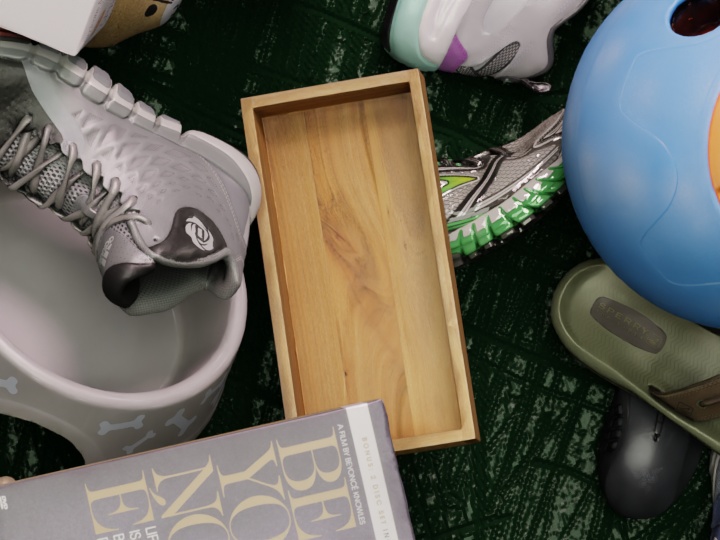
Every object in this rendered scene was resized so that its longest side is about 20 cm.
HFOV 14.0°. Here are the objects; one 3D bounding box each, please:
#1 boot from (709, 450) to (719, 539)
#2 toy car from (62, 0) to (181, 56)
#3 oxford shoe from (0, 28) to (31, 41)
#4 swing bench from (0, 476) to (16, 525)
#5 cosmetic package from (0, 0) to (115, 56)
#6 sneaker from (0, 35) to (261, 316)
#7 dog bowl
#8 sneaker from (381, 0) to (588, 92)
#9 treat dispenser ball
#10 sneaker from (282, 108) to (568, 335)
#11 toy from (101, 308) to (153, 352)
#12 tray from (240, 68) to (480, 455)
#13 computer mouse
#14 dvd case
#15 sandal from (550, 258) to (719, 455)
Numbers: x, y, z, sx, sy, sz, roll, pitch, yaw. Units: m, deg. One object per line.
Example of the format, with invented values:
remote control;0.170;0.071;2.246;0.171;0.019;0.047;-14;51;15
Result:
boot;0.231;0.153;1.614;0.073;0.090;0.201;5;85;-5
toy car;-0.115;-0.163;1.576;0.158;0.164;0.200;32;93;-2
oxford shoe;-0.226;-0.199;1.616;0.074;0.071;0.201;-10;83;14
swing bench;-0.132;0.210;1.518;0.129;0.199;0.201;2;85;-5
cosmetic package;-0.120;-0.211;1.450;0.051;0.083;0.200;23;106;1
sneaker;-0.140;-0.041;1.490;0.200;0.075;0.116;21;40;-20
dog bowl;-0.149;0.009;1.549;0.200;0.059;0.200;17;51;-22
sneaker;0.101;-0.197;1.641;0.140;0.078;0.200;15;94;-6
treat dispenser ball;0.206;-0.068;1.544;0.200;0.201;0.201;0;86;-6
sneaker;0.039;-0.040;1.616;0.200;0.078;0.085;-28;88;-7
toy;-0.207;0.002;1.593;0.200;0.047;0.115;31;50;-8
tray;0.000;0.000;1.568;0.098;0.037;0.201;-9;81;7
computer mouse;0.178;0.042;1.646;0.058;0.034;0.200;14;84;-4
dvd case;-0.069;0.156;1.422;0.200;0.016;0.149;-12;86;-8
sandal;0.194;0.053;1.599;0.201;0.057;0.080;24;74;12
